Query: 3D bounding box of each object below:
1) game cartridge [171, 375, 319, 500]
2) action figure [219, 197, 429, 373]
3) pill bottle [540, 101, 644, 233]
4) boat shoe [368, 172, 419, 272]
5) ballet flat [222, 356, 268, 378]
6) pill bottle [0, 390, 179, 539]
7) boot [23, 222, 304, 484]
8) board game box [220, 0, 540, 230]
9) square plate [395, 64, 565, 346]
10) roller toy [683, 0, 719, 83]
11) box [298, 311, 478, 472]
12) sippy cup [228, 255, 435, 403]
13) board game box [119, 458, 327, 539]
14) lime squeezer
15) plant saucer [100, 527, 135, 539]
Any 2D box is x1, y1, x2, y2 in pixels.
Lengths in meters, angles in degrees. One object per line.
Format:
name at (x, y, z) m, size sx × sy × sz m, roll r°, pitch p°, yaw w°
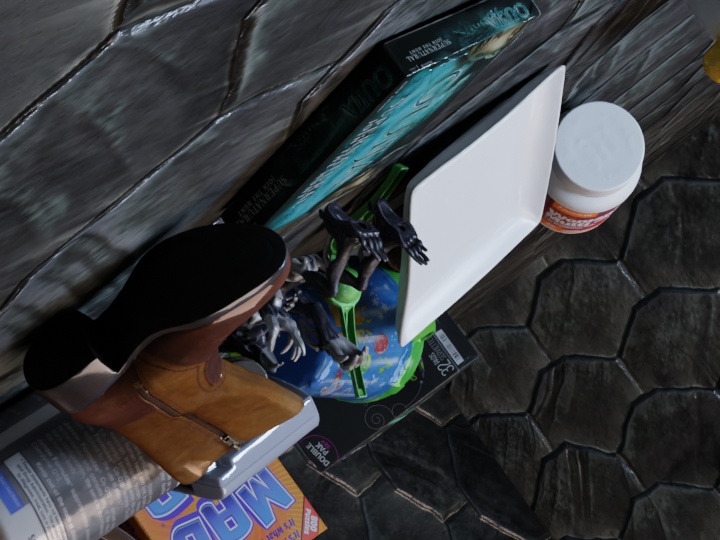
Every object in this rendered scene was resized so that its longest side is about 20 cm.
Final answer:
game cartridge at (-0.134, 0.126, 1.547) m, size 0.200 × 0.041 × 0.133 m, roll 7°, pitch -143°, yaw 44°
action figure at (-0.045, 0.031, 1.497) m, size 0.200 × 0.102 × 0.119 m, roll -40°, pitch 159°, yaw 30°
pill bottle at (0.229, -0.106, 1.959) m, size 0.109 × 0.110 × 0.200 m, roll -35°, pitch 175°, yaw -7°
boat shoe at (0.047, -0.032, 1.656) m, size 0.075 × 0.075 × 0.202 m, roll -36°, pitch 174°, yaw 2°
ballet flat at (-0.167, 0.112, 1.481) m, size 0.200 × 0.068 × 0.046 m, roll -20°, pitch -170°, yaw -12°
pill bottle at (-0.193, 0.127, 1.344) m, size 0.200 × 0.114 × 0.114 m, roll -32°, pitch 173°, yaw -28°
boot at (-0.087, 0.063, 1.222) m, size 0.188 × 0.069 × 0.200 m, roll -36°, pitch 144°, yaw 9°
board game box at (0.011, -0.095, 1.179) m, size 0.135 × 0.028 × 0.200 m, roll -30°, pitch 171°, yaw -43°
square plate at (0.094, -0.057, 1.598) m, size 0.198 × 0.028 × 0.200 m, roll -41°, pitch 153°, yaw -30°
roller toy at (0.368, -0.238, 1.562) m, size 0.182 × 0.140 × 0.200 m, roll -41°, pitch 172°, yaw 36°
box at (0.004, 0.104, 2.130) m, size 0.200 × 0.149 × 0.124 m, roll -37°, pitch 175°, yaw 14°
sippy cup at (-0.032, 0.056, 1.699) m, size 0.178 × 0.140 × 0.130 m, roll -49°, pitch 159°, yaw 25°
board game box at (-0.204, 0.274, 2.021) m, size 0.200 × 0.200 × 0.200 m, roll -30°, pitch 172°, yaw -45°
lime squeezer at (0.000, 0.000, 1.550) m, size 0.038 × 0.071 × 0.201 m, roll -14°, pitch 120°, yaw -52°
plant saucer at (-0.279, 0.289, 1.880) m, size 0.200 × 0.200 × 0.035 m, roll -42°, pitch -160°, yaw 48°
